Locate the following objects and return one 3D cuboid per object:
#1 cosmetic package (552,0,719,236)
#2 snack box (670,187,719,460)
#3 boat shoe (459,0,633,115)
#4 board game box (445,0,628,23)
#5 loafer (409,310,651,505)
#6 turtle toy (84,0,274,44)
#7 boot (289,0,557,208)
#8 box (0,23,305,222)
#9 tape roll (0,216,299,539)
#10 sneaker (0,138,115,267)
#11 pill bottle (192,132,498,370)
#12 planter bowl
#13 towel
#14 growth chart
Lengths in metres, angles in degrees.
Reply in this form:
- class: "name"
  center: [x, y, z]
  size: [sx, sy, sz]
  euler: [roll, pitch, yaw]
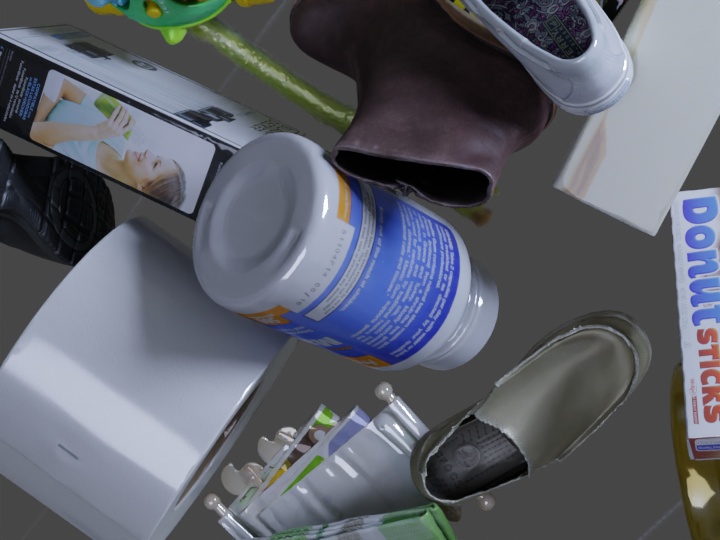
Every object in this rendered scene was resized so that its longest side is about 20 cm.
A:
- class: "cosmetic package"
  center: [0.194, -0.132, 0.718]
  size: [0.071, 0.105, 0.201]
  euler: [27, 109, 7]
- class: "snack box"
  center: [0.227, 0.024, 0.711]
  size: [0.071, 0.201, 0.024]
  euler: [-6, 134, 17]
- class: "boat shoe"
  center: [0.082, -0.173, 0.687]
  size: [0.072, 0.068, 0.201]
  euler: [-32, 62, 11]
- class: "board game box"
  center: [0.081, -0.215, 0.766]
  size: [0.199, 0.023, 0.105]
  euler: [35, 114, 3]
- class: "loafer"
  center: [0.117, 0.105, 0.820]
  size: [0.200, 0.068, 0.076]
  euler: [-41, 93, 15]
- class: "turtle toy"
  center: [-0.136, -0.248, 0.771]
  size: [0.145, 0.101, 0.201]
  euler: [-1, 106, 15]
- class: "boot"
  center: [0.017, -0.114, 0.724]
  size: [0.199, 0.166, 0.073]
  euler: [17, 129, 18]
- class: "box"
  center: [-0.149, -0.101, 0.811]
  size: [0.199, 0.117, 0.060]
  euler: [26, 108, 8]
- class: "tape roll"
  center: [-0.151, 0.082, 0.819]
  size: [0.139, 0.203, 0.203]
  euler: [35, 111, 3]
- class: "sneaker"
  center: [-0.253, -0.053, 0.829]
  size: [0.090, 0.200, 0.076]
  euler: [0, 71, 33]
- class: "pill bottle"
  center: [0.000, 0.000, 0.754]
  size: [0.112, 0.200, 0.113]
  euler: [-19, 59, 35]
- class: "planter bowl"
  center: [0.261, 0.148, 0.742]
  size: [0.083, 0.200, 0.202]
  euler: [-11, 103, 2]
- class: "towel"
  center: [0.004, 0.240, 0.883]
  size: [0.199, 0.031, 0.150]
  euler: [-19, 118, 30]
- class: "growth chart"
  center: [-0.016, 0.172, 0.907]
  size: [0.200, 0.018, 0.145]
  euler: [-37, 94, 21]
